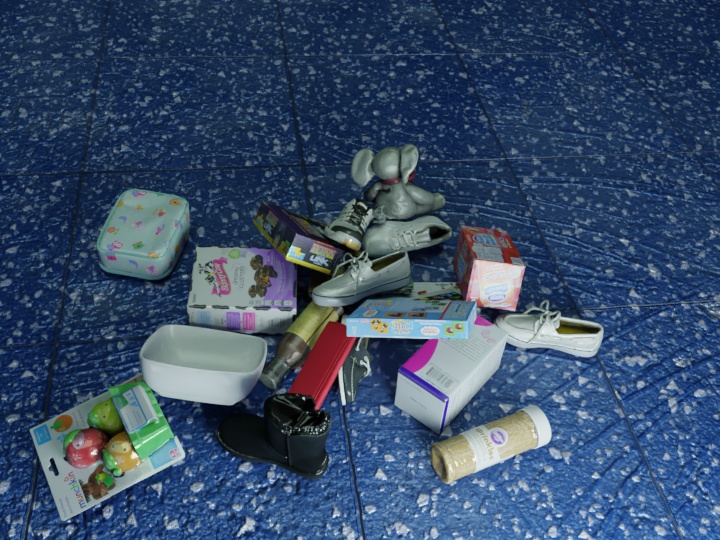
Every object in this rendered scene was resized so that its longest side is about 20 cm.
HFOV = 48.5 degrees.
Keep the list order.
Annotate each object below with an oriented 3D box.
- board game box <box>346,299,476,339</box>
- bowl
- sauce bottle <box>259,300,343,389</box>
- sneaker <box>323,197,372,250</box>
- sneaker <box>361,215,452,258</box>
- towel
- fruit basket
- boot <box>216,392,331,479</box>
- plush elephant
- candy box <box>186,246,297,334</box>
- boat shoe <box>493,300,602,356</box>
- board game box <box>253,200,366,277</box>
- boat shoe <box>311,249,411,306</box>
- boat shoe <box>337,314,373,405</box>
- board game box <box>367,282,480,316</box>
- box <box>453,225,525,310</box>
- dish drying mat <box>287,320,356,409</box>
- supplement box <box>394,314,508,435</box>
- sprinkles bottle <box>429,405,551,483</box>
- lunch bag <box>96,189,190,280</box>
[{"bbox_3d":[0.090,0.080,1.354,0.198,0.037,0.151,1,10,14],"label":"board game box"},{"bbox_3d":[-0.261,0.162,1.337,0.198,0.075,0.200,8,12,-2],"label":"bowl"},{"bbox_3d":[-0.109,0.127,1.434,0.064,0.065,0.200,27,54,21],"label":"sauce bottle"},{"bbox_3d":[-0.018,-0.097,1.532,0.075,0.088,0.200,29,11,-7],"label":"sneaker"},{"bbox_3d":[0.096,-0.072,1.635,0.199,0.075,0.087,-17,12,-19],"label":"sneaker"},{"bbox_3d":[0.001,0.015,1.554,0.198,0.022,0.147,-3,23,1],"label":"towel"},{"bbox_3d":[-0.399,0.264,1.248,0.199,0.094,0.185,-22,50,-21],"label":"fruit basket"},{"bbox_3d":[-0.137,0.239,1.242,0.199,0.169,0.077,19,52,13],"label":"boot"},{"bbox_3d":[0.071,-0.193,1.668,0.164,0.156,0.200,9,19,26],"label":"plush elephant"},{"bbox_3d":[-0.220,0.036,1.513,0.198,0.072,0.168,1,43,-6],"label":"candy box"},{"bbox_3d":[0.352,0.101,1.485,0.200,0.086,0.075,13,44,7],"label":"boat shoe"},{"bbox_3d":[-0.098,-0.057,1.540,0.165,0.057,0.200,20,12,-32],"label":"board game box"},{"bbox_3d":[0.003,0.002,1.451,0.201,0.087,0.075,-14,28,-21],"label":"boat shoe"},{"bbox_3d":[-0.007,0.152,1.415,0.060,0.076,0.201,0,45,2],"label":"boat shoe"},{"bbox_3d":[0.117,0.061,1.520,0.198,0.035,0.126,0,23,-6],"label":"board game box"},{"bbox_3d":[0.244,-0.009,1.542,0.099,0.096,0.200,8,21,-4],"label":"box"},{"bbox_3d":[-0.075,0.177,1.356,0.076,0.018,0.201,11,64,42],"label":"dish drying mat"},{"bbox_3d":[0.159,0.171,1.394,0.101,0.104,0.200,31,51,25],"label":"supplement box"},{"bbox_3d":[0.214,0.284,1.308,0.199,0.069,0.068,-16,48,-21],"label":"sprinkles bottle"},{"bbox_3d":[-0.435,-0.075,1.602,0.159,0.077,0.201,7,44,3],"label":"lunch bag"}]
